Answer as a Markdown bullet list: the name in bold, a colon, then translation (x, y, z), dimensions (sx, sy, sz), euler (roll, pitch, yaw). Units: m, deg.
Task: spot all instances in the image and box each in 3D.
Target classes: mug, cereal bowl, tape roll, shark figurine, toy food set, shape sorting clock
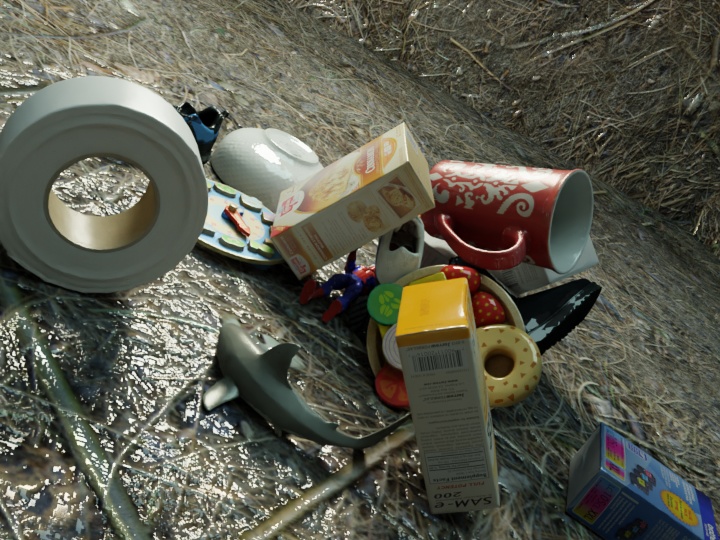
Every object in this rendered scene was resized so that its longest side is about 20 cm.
- **mug**: translation (0.176, -0.079, 1.157), dimensions (0.199, 0.135, 0.177), euler (15, 12, 35)
- **cereal bowl**: translation (-0.125, -0.160, 1.376), dimensions (0.199, 0.084, 0.200), euler (29, 20, -12)
- **tape roll**: translation (-0.250, -0.079, 0.853), dimensions (0.201, 0.203, 0.071), euler (20, 24, -30)
- **shark figurine**: translation (-0.061, 0.114, 0.861), dimensions (0.214, 0.090, 0.128), euler (34, 22, 7)
- **toy food set**: translation (0.101, 0.085, 1.052), dimensions (0.049, 0.197, 0.201), euler (86, -16, -69)
- **shape sorting clock**: translation (-0.175, -0.070, 1.166), dimensions (0.199, 0.039, 0.200), euler (29, 21, -12)

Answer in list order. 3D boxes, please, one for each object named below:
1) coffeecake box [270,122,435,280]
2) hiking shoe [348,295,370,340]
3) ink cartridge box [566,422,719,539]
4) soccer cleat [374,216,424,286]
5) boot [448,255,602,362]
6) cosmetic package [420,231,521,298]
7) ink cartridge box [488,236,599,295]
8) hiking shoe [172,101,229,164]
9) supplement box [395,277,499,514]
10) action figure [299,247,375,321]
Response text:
- **coffeecake box**: translation (-0.010, -0.092, 1.153), dimensions (0.073, 0.199, 0.154), euler (56, 15, -23)
- **hiking shoe**: translation (0.086, 0.087, 1.142), dimensions (0.200, 0.076, 0.101), euler (36, 24, 11)
- **ink cartridge box**: translation (0.354, 0.293, 1.079), dimensions (0.199, 0.077, 0.136), euler (36, 21, 4)
- **soccer cleat**: translation (0.057, -0.057, 1.174), dimensions (0.069, 0.087, 0.201), euler (16, 41, -14)
- **boot**: translation (0.195, 0.030, 1.156), dimensions (0.200, 0.077, 0.168), euler (-34, 62, -27)
- **cosmetic package**: translation (0.139, 0.046, 1.261), dimensions (0.200, 0.113, 0.081), euler (38, 22, 18)
- **ink cartridge box**: translation (0.221, -0.037, 1.341), dimensions (0.144, 0.199, 0.148), euler (-17, 87, -44)
- **hiking shoe**: translation (-0.273, -0.204, 1.250), dimensions (0.074, 0.087, 0.200), euler (40, 22, 18)
- **supplement box**: translation (0.091, 0.125, 0.902), dimensions (0.073, 0.201, 0.126), euler (-8, 20, 9)
- **action figure**: translation (0.000, 0.000, 1.188), dimensions (0.065, 0.099, 0.200), euler (39, 19, 10)
